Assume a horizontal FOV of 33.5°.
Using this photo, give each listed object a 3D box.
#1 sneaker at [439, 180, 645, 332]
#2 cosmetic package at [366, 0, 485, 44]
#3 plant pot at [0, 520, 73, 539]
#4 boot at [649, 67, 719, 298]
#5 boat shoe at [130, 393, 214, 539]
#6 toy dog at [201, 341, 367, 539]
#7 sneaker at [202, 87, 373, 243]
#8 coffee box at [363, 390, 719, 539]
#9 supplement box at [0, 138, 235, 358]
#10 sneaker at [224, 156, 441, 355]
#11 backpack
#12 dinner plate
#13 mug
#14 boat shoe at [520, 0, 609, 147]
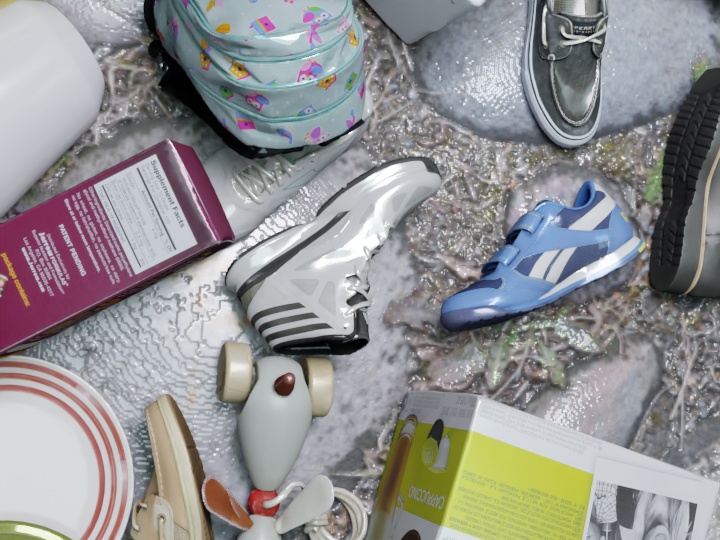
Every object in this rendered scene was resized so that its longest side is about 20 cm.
[{"bbox_3d":[0.145,-0.009,1.021,0.198,0.074,0.083,-25,89,-20],"label":"sneaker"},{"bbox_3d":[0.075,-0.324,0.974,0.166,0.167,0.200,45,77,-13],"label":"cosmetic package"},{"bbox_3d":[-0.257,0.300,0.827,0.197,0.190,0.203,-1,96,-13],"label":"plant pot"},{"bbox_3d":[0.345,-0.069,1.073,0.136,0.077,0.203,12,96,-15],"label":"boot"},{"bbox_3d":[-0.150,0.200,0.936,0.064,0.071,0.203,-12,86,-3],"label":"boat shoe"},{"bbox_3d":[-0.066,0.150,0.946,0.130,0.096,0.203,-15,88,-13],"label":"toy dog"},{"bbox_3d":[-0.070,-0.092,0.976,0.200,0.080,0.071,-41,96,-11],"label":"sneaker"},{"bbox_3d":[0.121,0.220,0.927,0.198,0.200,0.200,20,82,-10],"label":"coffee box"},{"bbox_3d":[-0.203,-0.015,0.901,0.198,0.110,0.086,-27,91,1],"label":"supplement box"},{"bbox_3d":[0.000,0.000,0.969,0.199,0.076,0.116,-33,71,-4],"label":"sneaker"},{"bbox_3d":[-0.076,-0.180,0.921,0.165,0.127,0.201,-23,48,-10],"label":"backpack"},{"bbox_3d":[-0.278,0.168,0.936,0.197,0.024,0.203,1,84,-11],"label":"dinner plate"},{"bbox_3d":[-0.290,-0.142,0.904,0.153,0.149,0.187,-40,101,-20],"label":"mug"},{"bbox_3d":[0.181,-0.212,1.044,0.071,0.071,0.203,-4,87,-13],"label":"boat shoe"}]
